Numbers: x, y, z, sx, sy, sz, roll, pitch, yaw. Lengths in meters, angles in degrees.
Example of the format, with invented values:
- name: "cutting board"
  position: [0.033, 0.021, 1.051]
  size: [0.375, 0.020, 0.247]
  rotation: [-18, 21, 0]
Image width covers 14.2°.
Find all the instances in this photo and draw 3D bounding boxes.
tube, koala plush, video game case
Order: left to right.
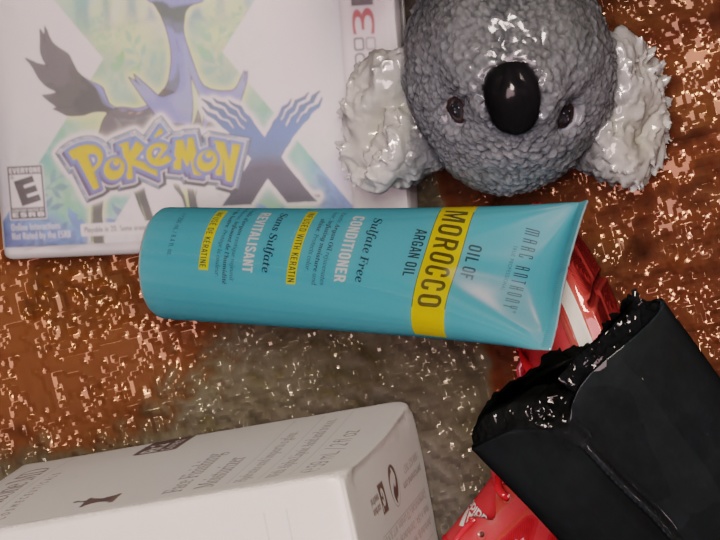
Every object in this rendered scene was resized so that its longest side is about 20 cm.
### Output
- name: "video game case"
  position: [-0.076, -0.100, 1.337]
  size: [0.199, 0.022, 0.183]
  rotation: [-2, 98, 13]
- name: "tube"
  position: [0.000, 0.000, 1.278]
  size: [0.199, 0.050, 0.078]
  rotation: [2, 61, 24]
- name: "koala plush"
  position: [0.066, -0.122, 1.251]
  size: [0.176, 0.184, 0.201]
  rotation: [-5, 118, 0]

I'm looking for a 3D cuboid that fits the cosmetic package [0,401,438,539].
- name: "cosmetic package"
  position: [-0.070, 0.167, 1.302]
  size: [0.199, 0.165, 0.166]
  rotation: [-10, 96, 12]

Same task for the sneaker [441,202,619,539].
- name: "sneaker"
  position: [0.075, 0.078, 1.304]
  size: [0.115, 0.078, 0.201]
  rotation: [-21, 92, 13]

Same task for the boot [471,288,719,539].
- name: "boot"
  position: [0.106, 0.122, 1.241]
  size: [0.168, 0.076, 0.200]
  rotation: [45, 116, -4]
